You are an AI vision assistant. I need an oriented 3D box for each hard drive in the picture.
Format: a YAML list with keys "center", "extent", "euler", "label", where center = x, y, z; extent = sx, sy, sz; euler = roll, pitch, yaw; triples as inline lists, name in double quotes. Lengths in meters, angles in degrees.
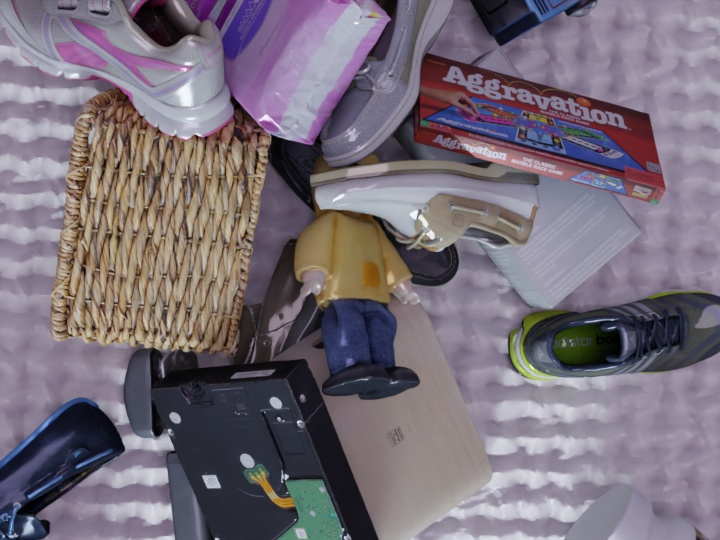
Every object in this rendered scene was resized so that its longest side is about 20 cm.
- center: [-0.069, 0.166, 1.215]
  extent: [0.140, 0.038, 0.200]
  euler: [-8, 112, 35]
  label: "hard drive"

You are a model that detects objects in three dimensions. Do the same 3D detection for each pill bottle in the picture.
- center: [0.267, 0.280, 1.302]
  extent: [0.200, 0.116, 0.116]
  euler: [42, 85, -7]
  label: "pill bottle"

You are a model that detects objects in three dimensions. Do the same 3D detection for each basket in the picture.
- center: [-0.159, -0.050, 1.214]
  extent: [0.149, 0.143, 0.200]
  euler: [6, 114, -10]
  label: "basket"

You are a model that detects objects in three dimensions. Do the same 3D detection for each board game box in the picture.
- center: [0.138, -0.113, 1.211]
  extent: [0.200, 0.103, 0.019]
  euler: [13, 129, -11]
  label: "board game box"

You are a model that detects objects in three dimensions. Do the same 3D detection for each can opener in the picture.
- center: [-0.152, 0.162, 1.283]
  extent: [0.067, 0.053, 0.200]
  euler: [-5, 92, 24]
  label: "can opener"

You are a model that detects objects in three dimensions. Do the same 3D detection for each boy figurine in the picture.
- center: [0.000, 0.000, 1.210]
  extent: [0.124, 0.064, 0.200]
  euler: [13, 64, -42]
  label: "boy figurine"

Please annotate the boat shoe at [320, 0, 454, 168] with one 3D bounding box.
- center: [0.011, -0.167, 1.197]
  extent: [0.065, 0.074, 0.202]
  euler: [41, 61, -28]
  label: "boat shoe"

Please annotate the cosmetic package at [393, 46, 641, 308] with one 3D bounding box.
- center: [0.128, -0.076, 1.294]
  extent: [0.107, 0.090, 0.200]
  euler: [-38, 93, -7]
  label: "cosmetic package"

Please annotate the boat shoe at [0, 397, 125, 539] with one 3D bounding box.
- center: [-0.274, 0.190, 1.239]
  extent: [0.069, 0.084, 0.200]
  euler: [45, 87, 5]
  label: "boat shoe"

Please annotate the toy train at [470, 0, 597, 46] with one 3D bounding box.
- center: [0.122, -0.289, 1.276]
  extent: [0.114, 0.087, 0.200]
  euler: [-33, 96, -30]
  label: "toy train"

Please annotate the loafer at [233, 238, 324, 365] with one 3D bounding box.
- center: [-0.070, 0.061, 1.282]
  extent: [0.070, 0.075, 0.200]
  euler: [27, 86, 23]
  label: "loafer"

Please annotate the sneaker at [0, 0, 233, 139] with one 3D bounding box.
- center: [-0.173, -0.179, 1.117]
  extent: [0.200, 0.088, 0.081]
  euler: [26, 42, 11]
  label: "sneaker"

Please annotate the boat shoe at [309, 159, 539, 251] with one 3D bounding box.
- center: [0.055, -0.049, 1.180]
  extent: [0.200, 0.075, 0.069]
  euler: [-2, 91, -29]
  label: "boat shoe"

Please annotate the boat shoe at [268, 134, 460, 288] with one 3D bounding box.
- center: [0.005, -0.055, 1.285]
  extent: [0.199, 0.066, 0.075]
  euler: [44, 85, -6]
  label: "boat shoe"

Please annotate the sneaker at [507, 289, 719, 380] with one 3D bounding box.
- center: [0.230, 0.060, 1.311]
  extent: [0.200, 0.081, 0.074]
  euler: [-11, 93, -8]
  label: "sneaker"

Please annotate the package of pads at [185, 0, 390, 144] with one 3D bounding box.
- center: [-0.073, -0.198, 1.170]
  extent: [0.076, 0.200, 0.121]
  euler: [16, 114, -47]
  label: "package of pads"

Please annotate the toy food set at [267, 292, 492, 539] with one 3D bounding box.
- center: [0.013, 0.132, 1.270]
  extent: [0.143, 0.060, 0.200]
  euler: [-31, 108, -24]
  label: "toy food set"
